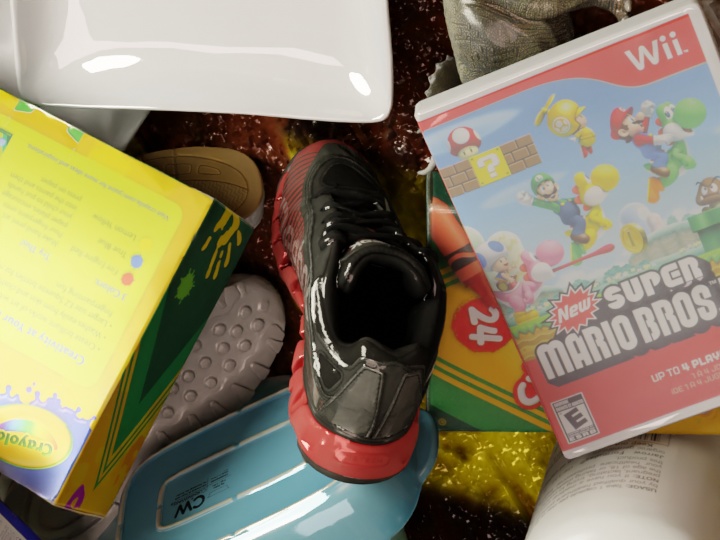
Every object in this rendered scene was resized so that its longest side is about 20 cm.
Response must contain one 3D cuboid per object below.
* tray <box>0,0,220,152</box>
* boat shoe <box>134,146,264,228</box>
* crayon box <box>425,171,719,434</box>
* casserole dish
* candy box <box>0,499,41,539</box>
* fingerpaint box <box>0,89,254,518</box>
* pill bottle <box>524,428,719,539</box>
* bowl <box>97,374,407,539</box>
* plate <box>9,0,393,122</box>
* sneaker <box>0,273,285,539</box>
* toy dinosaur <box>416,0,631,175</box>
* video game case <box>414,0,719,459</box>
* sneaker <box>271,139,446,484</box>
[{"bbox_3d":[-0.122,-0.159,1.065,0.107,0.022,0.201,34,117,-4],"label":"tray"},{"bbox_3d":[-0.135,-0.003,1.120,0.198,0.071,0.069,-21,142,11],"label":"boat shoe"},{"bbox_3d":[0.132,0.016,1.048,0.198,0.051,0.128,0,115,2],"label":"crayon box"},{"bbox_3d":[-0.054,0.113,1.056,0.199,0.122,0.039,-27,124,20],"label":"casserole dish"},{"bbox_3d":[-0.247,0.113,1.035,0.168,0.077,0.200,28,161,26],"label":"candy box"},{"bbox_3d":[-0.180,0.003,1.048,0.199,0.073,0.168,26,86,19],"label":"fingerpaint box"},{"bbox_3d":[0.136,0.154,1.042,0.113,0.200,0.115,6,116,12],"label":"pill bottle"},{"bbox_3d":[-0.050,0.166,1.118,0.200,0.202,0.105,-24,128,23],"label":"bowl"},{"bbox_3d":[-0.080,-0.175,1.017,0.198,0.032,0.202,4,115,13],"label":"plate"},{"bbox_3d":[-0.125,0.066,1.142,0.200,0.081,0.076,-41,113,8],"label":"sneaker"},{"bbox_3d":[0.079,-0.125,0.999,0.101,0.077,0.202,4,118,4],"label":"toy dinosaur"},{"bbox_3d":[0.128,-0.016,0.995,0.142,0.017,0.201,-20,112,12],"label":"video game case"},{"bbox_3d":[0.000,0.000,1.012,0.070,0.202,0.098,7,137,-15],"label":"sneaker"}]
